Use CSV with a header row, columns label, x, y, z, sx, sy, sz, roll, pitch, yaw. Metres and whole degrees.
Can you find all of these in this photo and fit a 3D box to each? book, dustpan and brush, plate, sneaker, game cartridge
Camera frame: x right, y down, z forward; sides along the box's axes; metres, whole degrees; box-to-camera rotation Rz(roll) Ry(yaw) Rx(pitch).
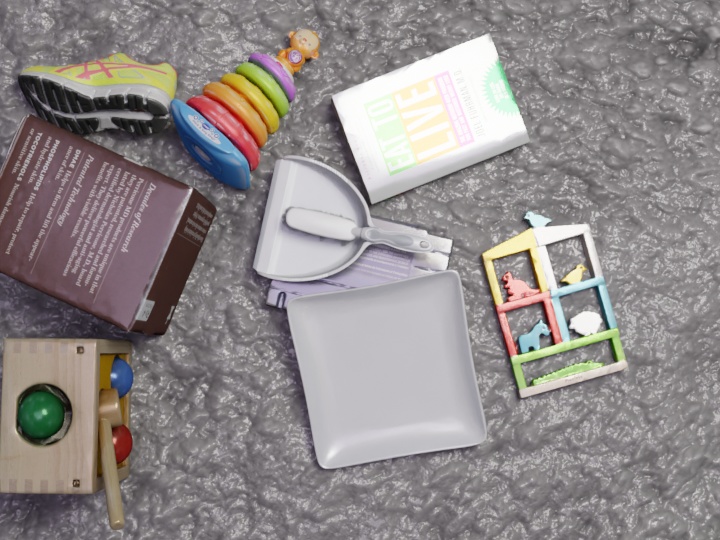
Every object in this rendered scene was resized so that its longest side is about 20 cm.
label,x,y,z,sx,sy,sz,roll,pitch,yaw
book,0.080,-0.173,1.244,0.197,0.048,0.135,-22,89,-2
dustpan and brush,-0.015,-0.045,1.193,0.197,0.057,0.142,12,86,3
plate,0.031,0.110,1.205,0.196,0.032,0.203,-10,99,6
sneaker,-0.300,-0.213,1.247,0.197,0.079,0.091,10,53,11
game cartridge,0.000,0.000,1.236,0.197,0.038,0.132,14,82,3

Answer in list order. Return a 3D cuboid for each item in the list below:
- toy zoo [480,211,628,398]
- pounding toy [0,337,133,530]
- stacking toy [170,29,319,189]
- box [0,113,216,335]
label,x,y,z,sx,sy,sz,roll,pitch,yaw
toy zoo,0.218,0.031,1.232,0.129,0.020,0.203,-16,85,0
pounding toy,-0.297,0.167,1.147,0.140,0.200,0.188,0,86,1
stacking toy,-0.115,-0.203,1.229,0.116,0.110,0.200,40,77,6
box,-0.289,-0.044,1.179,0.197,0.166,0.166,23,86,3
